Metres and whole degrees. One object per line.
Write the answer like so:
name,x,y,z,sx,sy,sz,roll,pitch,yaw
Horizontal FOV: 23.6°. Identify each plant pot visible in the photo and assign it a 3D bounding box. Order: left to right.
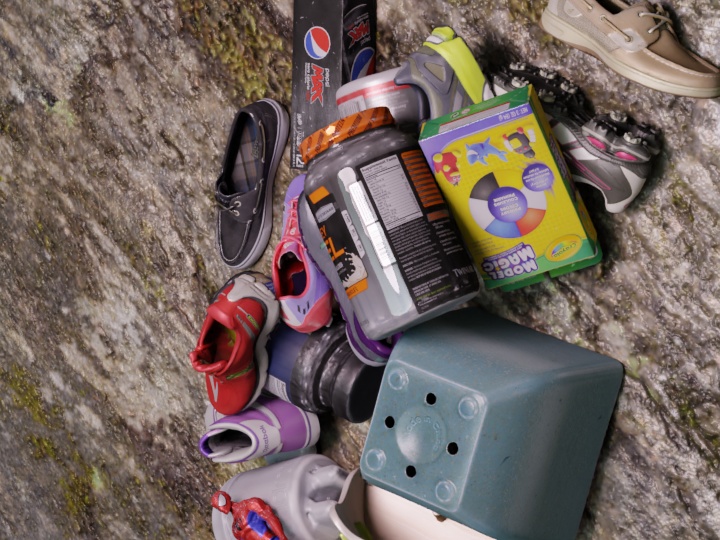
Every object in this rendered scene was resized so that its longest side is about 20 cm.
plant pot,0.107,0.154,1.680,0.195,0.200,0.197,20,99,32

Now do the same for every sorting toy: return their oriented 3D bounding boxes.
sorting toy,0.046,0.274,1.709,0.199,0.180,0.107,22,85,21

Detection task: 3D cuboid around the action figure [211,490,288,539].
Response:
action figure,-0.085,0.302,1.819,0.200,0.052,0.066,41,125,20

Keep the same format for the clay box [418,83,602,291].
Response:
clay box,0.148,-0.066,1.646,0.114,0.048,0.201,-18,115,19

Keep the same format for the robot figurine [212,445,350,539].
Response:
robot figurine,-0.084,0.269,1.908,0.199,0.113,0.170,-20,50,36

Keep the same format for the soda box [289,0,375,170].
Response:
soda box,-0.028,-0.205,1.816,0.070,0.063,0.201,9,104,34

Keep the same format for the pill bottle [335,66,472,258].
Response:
pill bottle,0.052,-0.101,1.745,0.114,0.114,0.201,-15,90,36

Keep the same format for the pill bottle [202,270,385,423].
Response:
pill bottle,-0.065,0.086,1.863,0.199,0.112,0.112,25,112,30

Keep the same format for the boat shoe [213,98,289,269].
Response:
boat shoe,-0.131,-0.093,1.908,0.070,0.066,0.201,30,114,28

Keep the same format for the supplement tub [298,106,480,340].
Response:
supplement tub,0.023,-0.046,1.634,0.122,0.122,0.201,-28,83,35

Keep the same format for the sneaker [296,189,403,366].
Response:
sneaker,0.000,0.000,1.741,0.201,0.074,0.088,65,168,-3

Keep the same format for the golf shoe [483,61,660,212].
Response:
golf shoe,0.191,-0.133,1.666,0.200,0.077,0.088,36,126,27

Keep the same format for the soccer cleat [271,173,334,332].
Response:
soccer cleat,-0.061,-0.028,1.818,0.066,0.076,0.201,-14,55,22

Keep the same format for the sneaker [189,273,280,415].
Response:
sneaker,-0.144,0.085,1.786,0.077,0.085,0.201,36,141,21

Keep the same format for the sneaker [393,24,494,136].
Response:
sneaker,0.102,-0.136,1.682,0.200,0.081,0.074,57,171,-9

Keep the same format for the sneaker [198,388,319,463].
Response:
sneaker,-0.146,0.173,1.914,0.200,0.114,0.073,-6,96,56

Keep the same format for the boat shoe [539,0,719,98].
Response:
boat shoe,0.257,-0.220,1.606,0.200,0.072,0.065,34,117,33
